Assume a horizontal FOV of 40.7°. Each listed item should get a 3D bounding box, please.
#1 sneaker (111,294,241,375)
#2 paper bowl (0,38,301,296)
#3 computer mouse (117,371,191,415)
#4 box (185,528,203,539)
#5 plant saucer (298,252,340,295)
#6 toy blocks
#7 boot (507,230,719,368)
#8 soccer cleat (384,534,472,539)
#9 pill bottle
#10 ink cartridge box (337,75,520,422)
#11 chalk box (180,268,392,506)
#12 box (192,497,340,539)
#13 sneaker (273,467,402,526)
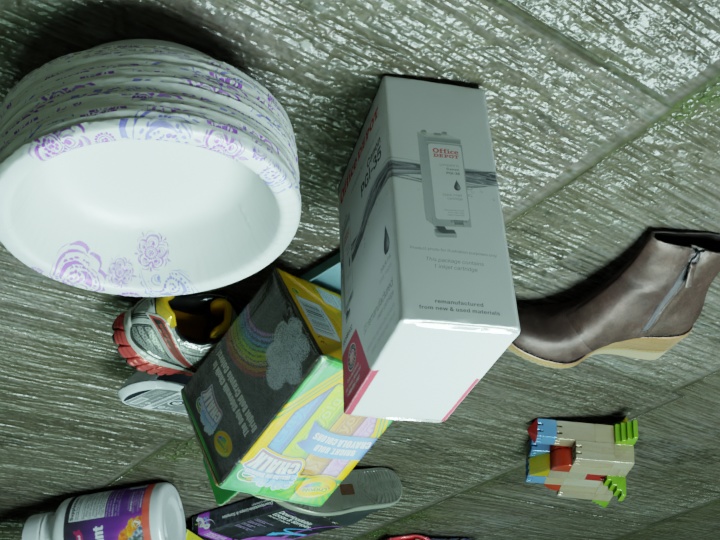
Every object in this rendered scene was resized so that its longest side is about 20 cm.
[{"bbox_3d":[-0.129,0.071,0.918,0.199,0.078,0.082,19,135,-40],"label":"sneaker"},{"bbox_3d":[-0.141,-0.072,0.650,0.199,0.105,0.201,-6,149,-3],"label":"paper bowl"},{"bbox_3d":[-0.169,0.126,1.037,0.109,0.044,0.199,-22,152,32],"label":"computer mouse"},{"bbox_3d":[-0.285,0.414,1.450,0.116,0.049,0.200,6,152,20],"label":"box"},{"bbox_3d":[0.000,0.000,0.884,0.199,0.019,0.070,-31,142,32],"label":"plant saucer"},{"bbox_3d":[0.285,0.258,1.317,0.136,0.101,0.200,4,148,3],"label":"toy blocks"},{"bbox_3d":[0.245,0.020,0.943,0.198,0.073,0.167,3,136,-14],"label":"boot"},{"bbox_3d":[0.126,0.488,1.679,0.198,0.067,0.077,4,143,-13],"label":"soccer cleat"},{"bbox_3d":[-0.346,0.356,1.310,0.198,0.112,0.112,-10,149,6],"label":"pill bottle"},{"bbox_3d":[0.039,-0.014,0.693,0.082,0.201,0.147,6,147,-14],"label":"ink cartridge box"},{"bbox_3d":[-0.069,0.124,0.871,0.123,0.125,0.200,22,114,-41],"label":"chalk box"},{"bbox_3d":[-0.131,0.376,1.463,0.199,0.036,0.143,-23,146,23],"label":"box"},{"bbox_3d":[-0.049,0.322,1.350,0.199,0.075,0.106,9,143,-27],"label":"sneaker"}]
